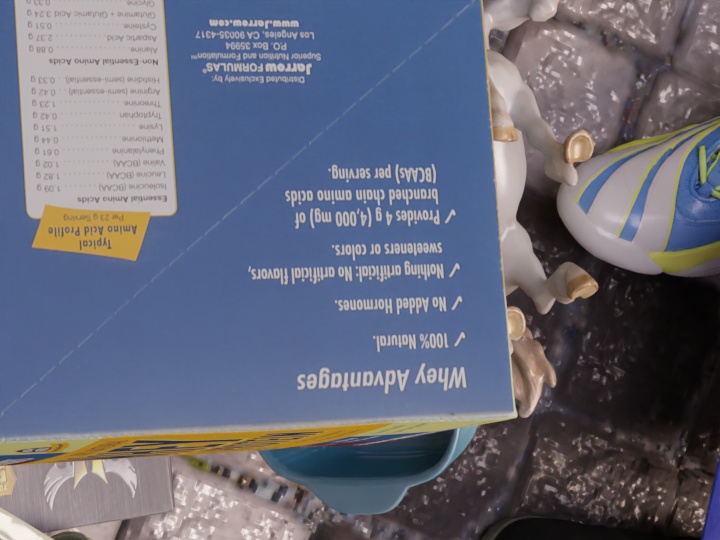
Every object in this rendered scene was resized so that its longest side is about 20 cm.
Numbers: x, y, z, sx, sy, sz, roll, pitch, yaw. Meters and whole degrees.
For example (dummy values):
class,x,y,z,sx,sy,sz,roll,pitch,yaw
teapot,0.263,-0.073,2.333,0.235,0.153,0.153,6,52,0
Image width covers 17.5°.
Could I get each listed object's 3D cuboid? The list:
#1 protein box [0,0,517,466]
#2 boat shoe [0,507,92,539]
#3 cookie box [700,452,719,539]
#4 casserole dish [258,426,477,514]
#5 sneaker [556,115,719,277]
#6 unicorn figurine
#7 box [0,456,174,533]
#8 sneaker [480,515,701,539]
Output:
class,x,y,z,sx,sy,sz,roll,pitch,yaw
protein box,-0.065,-0.036,0.845,0.198,0.135,0.201,-2,83,-21
boat shoe,-0.114,0.135,0.921,0.200,0.072,0.062,35,68,-52
cookie box,0.244,0.048,1.010,0.200,0.075,0.172,-10,117,-45
casserole dish,0.000,0.000,0.980,0.039,0.121,0.201,-7,92,-49
sneaker,0.182,-0.061,1.054,0.199,0.076,0.105,-9,138,-32
unicorn figurine,0.059,-0.051,1.004,0.074,0.137,0.201,12,104,-21
box,-0.181,0.032,0.934,0.199,0.048,0.159,-6,93,-23
sneaker,0.157,0.159,1.048,0.199,0.106,0.075,11,87,-23
